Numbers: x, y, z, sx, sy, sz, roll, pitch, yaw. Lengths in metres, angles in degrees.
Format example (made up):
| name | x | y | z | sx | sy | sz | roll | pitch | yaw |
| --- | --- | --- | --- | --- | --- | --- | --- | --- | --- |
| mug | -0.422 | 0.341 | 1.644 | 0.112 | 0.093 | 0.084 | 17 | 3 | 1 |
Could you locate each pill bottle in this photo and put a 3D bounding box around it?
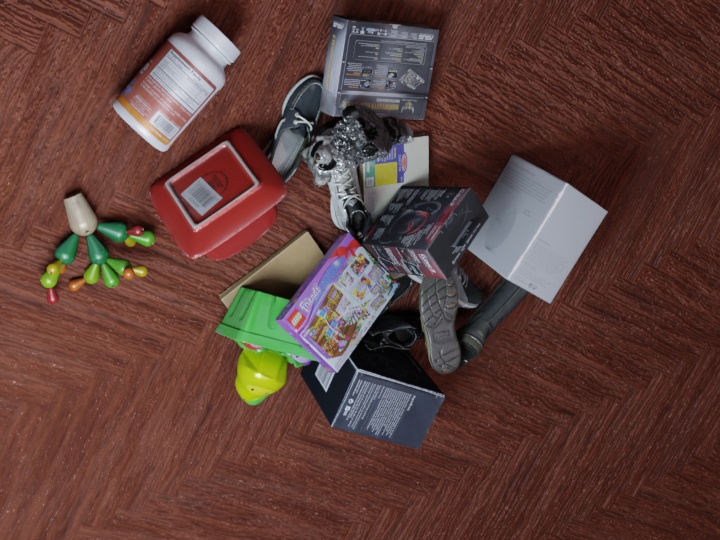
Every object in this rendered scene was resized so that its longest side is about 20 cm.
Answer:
| name | x | y | z | sx | sy | sz | roll | pitch | yaw |
| --- | --- | --- | --- | --- | --- | --- | --- | --- | --- |
| pill bottle | -0.283 | -0.295 | 1.508 | 0.200 | 0.112 | 0.112 | -48 | 120 | 1 |

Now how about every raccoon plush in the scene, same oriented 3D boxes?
| name | x | y | z | sx | sy | sz | roll | pitch | yaw |
| --- | --- | --- | --- | --- | --- | --- | --- | --- | --- |
| raccoon plush | -0.004 | -0.195 | 1.634 | 0.133 | 0.098 | 0.199 | -34 | 153 | 31 |

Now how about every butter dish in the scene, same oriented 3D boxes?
| name | x | y | z | sx | sy | sz | roll | pitch | yaw |
| --- | --- | --- | --- | --- | --- | --- | --- | --- | --- |
| butter dish | -0.219 | -0.099 | 1.596 | 0.198 | 0.201 | 0.149 | -34 | 143 | -7 |

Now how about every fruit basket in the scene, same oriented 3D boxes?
| name | x | y | z | sx | sy | sz | roll | pitch | yaw |
| --- | --- | --- | --- | --- | --- | --- | --- | --- | --- |
| fruit basket | -0.157 | 0.147 | 1.708 | 0.212 | 0.155 | 0.220 | -3 | 95 | -28 |

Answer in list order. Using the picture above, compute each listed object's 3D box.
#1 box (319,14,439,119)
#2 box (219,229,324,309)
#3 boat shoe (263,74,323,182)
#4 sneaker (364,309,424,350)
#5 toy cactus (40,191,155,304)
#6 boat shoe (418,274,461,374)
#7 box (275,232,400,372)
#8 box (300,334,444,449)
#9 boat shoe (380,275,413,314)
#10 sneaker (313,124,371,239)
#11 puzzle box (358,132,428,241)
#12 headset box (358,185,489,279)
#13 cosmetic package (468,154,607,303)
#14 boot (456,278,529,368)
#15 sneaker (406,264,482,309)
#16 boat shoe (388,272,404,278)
| name | x | y | z | sx | sy | sz | roll | pitch | yaw |
| --- | --- | --- | --- | --- | --- | --- | --- | --- | --- |
| box | 0.033 | -0.342 | 1.637 | 0.197 | 0.048 | 0.161 | -5 | 114 | -34 |
| box | -0.135 | 0.045 | 1.762 | 0.199 | 0.021 | 0.164 | -38 | 120 | -5 |
| boat shoe | -0.109 | -0.233 | 1.636 | 0.075 | 0.060 | 0.202 | 19 | 102 | -26 |
| sneaker | 0.089 | 0.117 | 1.838 | 0.197 | 0.104 | 0.061 | 6 | 110 | -24 |
| toy cactus | -0.439 | -0.042 | 1.567 | 0.197 | 0.102 | 0.167 | -21 | 108 | -4 |
| boat shoe | 0.142 | 0.089 | 1.799 | 0.074 | 0.074 | 0.204 | -4 | 98 | -7 |
| box | -0.037 | 0.055 | 1.672 | 0.137 | 0.039 | 0.201 | 45 | 68 | -17 |
| box | 0.019 | 0.211 | 1.793 | 0.194 | 0.200 | 0.125 | 18 | 105 | -27 |
| boat shoe | 0.026 | 0.059 | 1.802 | 0.198 | 0.056 | 0.070 | -29 | 123 | -23 |
| sneaker | -0.019 | -0.149 | 1.677 | 0.075 | 0.115 | 0.203 | -21 | 117 | -13 |
| puzzle box | 0.062 | -0.145 | 1.765 | 0.131 | 0.025 | 0.203 | -9 | 114 | -19 |
| headset box | 0.116 | -0.069 | 1.666 | 0.149 | 0.198 | 0.075 | -54 | 124 | -23 |
| cosmetic package | 0.319 | -0.081 | 1.800 | 0.122 | 0.199 | 0.202 | 26 | 100 | -28 |
| boot | 0.240 | 0.094 | 1.903 | 0.072 | 0.181 | 0.201 | 43 | 63 | -13 |
| sneaker | 0.180 | -0.007 | 1.829 | 0.198 | 0.076 | 0.116 | 25 | 118 | -29 |
| boat shoe | 0.000 | 0.000 | 1.765 | 0.197 | 0.058 | 0.067 | -17 | 152 | -11 |
